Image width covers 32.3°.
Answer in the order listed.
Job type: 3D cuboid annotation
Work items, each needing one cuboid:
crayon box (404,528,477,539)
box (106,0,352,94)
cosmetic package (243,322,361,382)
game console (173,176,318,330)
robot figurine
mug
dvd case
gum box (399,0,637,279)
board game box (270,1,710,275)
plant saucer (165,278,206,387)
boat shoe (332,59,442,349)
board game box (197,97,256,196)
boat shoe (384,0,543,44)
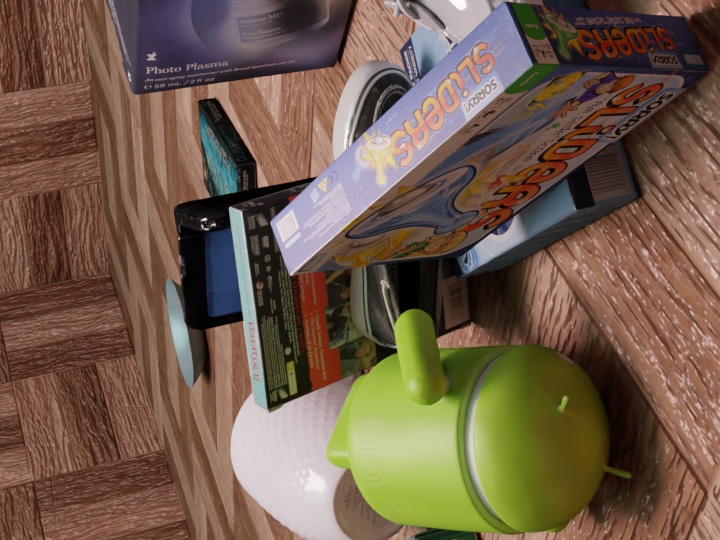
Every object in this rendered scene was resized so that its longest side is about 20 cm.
[{"bbox_3d":[0.083,0.326,1.069,0.119,0.058,0.202,123,133,-68],"label":"crayon box"},{"bbox_3d":[-0.112,-0.265,1.074,0.199,0.198,0.124,111,144,-61],"label":"box"},{"bbox_3d":[-0.067,0.020,1.279,0.085,0.106,0.202,-145,45,-65],"label":"cosmetic package"},{"bbox_3d":[-0.041,-0.015,1.009,0.176,0.198,0.118,-165,63,-71],"label":"game console"},{"bbox_3d":[0.072,0.107,0.798,0.199,0.116,0.176,-7,136,45],"label":"robot figurine"},{"bbox_3d":[-0.017,0.161,1.182,0.175,0.147,0.202,22,93,61],"label":"mug"},{"bbox_3d":[0.000,0.000,0.894,0.022,0.199,0.148,18,121,50],"label":"dvd case"},{"bbox_3d":[0.091,-0.099,0.788,0.200,0.044,0.172,142,115,-71],"label":"gum box"},{"bbox_3d":[0.061,-0.062,0.635,0.200,0.134,0.035,-39,66,45],"label":"board game box"},{"bbox_3d":[-0.311,0.110,2.255,0.201,0.038,0.203,169,90,-74],"label":"plant saucer"},{"bbox_3d":[0.029,-0.041,0.849,0.063,0.070,0.202,21,121,53],"label":"boat shoe"},{"bbox_3d":[-0.179,-0.129,1.679,0.200,0.028,0.137,-124,28,-52],"label":"board game box"},{"bbox_3d":[0.040,-0.171,0.714,0.201,0.068,0.073,-118,24,-44],"label":"boat shoe"}]
